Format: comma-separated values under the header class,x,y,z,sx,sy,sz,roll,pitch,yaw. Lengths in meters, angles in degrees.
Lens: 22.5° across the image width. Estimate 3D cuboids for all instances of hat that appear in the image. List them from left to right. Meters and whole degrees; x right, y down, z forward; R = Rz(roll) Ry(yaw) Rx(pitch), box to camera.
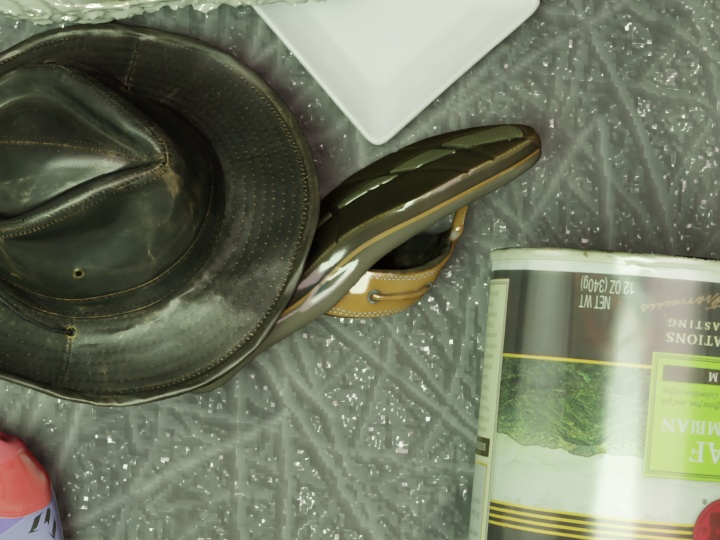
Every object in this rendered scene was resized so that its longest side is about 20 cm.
class,x,y,z,sx,sy,sz,roll,pitch,yaw
hat,-0.120,-0.041,0.781,0.200,0.081,0.201,-3,66,6

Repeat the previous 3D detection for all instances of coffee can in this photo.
class,x,y,z,sx,sy,sz,roll,pitch,yaw
coffee can,0.120,0.096,0.795,0.146,0.146,0.201,5,87,-5

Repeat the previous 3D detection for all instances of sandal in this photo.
class,x,y,z,sx,sy,sz,roll,pitch,yaw
sandal,0.000,0.000,0.825,0.200,0.082,0.055,-38,112,-2

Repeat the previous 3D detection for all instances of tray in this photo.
class,x,y,z,sx,sy,sz,roll,pitch,yaw
tray,-0.018,-0.166,0.854,0.107,0.022,0.200,-41,92,-4

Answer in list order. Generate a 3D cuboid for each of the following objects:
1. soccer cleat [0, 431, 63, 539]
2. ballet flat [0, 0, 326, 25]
class,x,y,z,sx,sy,sz,roll,pitch,yaw
soccer cleat,-0.230,0.136,0.807,0.199,0.067,0.077,-25,95,-8
ballet flat,-0.087,-0.149,0.807,0.199,0.072,0.072,-5,89,7
